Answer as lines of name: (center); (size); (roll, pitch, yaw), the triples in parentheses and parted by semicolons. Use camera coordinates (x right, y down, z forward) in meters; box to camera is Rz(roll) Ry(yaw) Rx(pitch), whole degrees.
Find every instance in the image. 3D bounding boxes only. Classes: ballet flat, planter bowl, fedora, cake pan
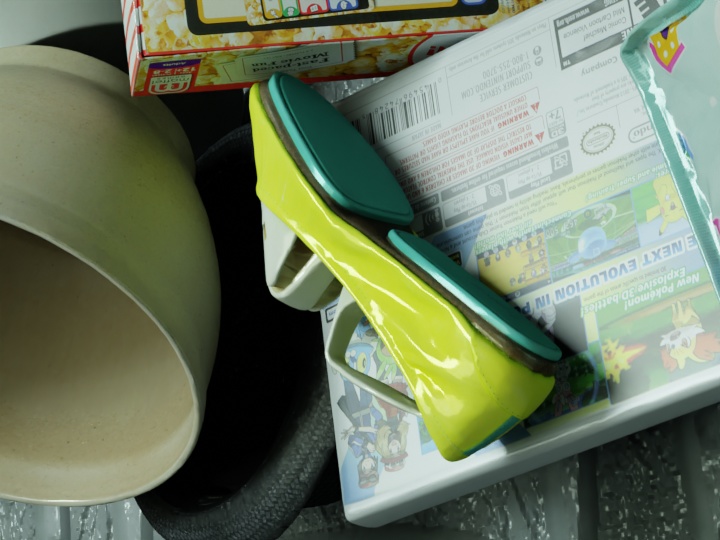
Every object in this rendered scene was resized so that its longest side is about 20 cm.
ballet flat: (0.000, 0.000, 1.016); (0.067, 0.067, 0.200); (-53, 52, 15)
planter bowl: (-0.145, -0.011, 1.128); (0.200, 0.200, 0.135); (-32, 29, 45)
fedora: (-0.030, 0.036, 1.180); (0.200, 0.091, 0.202); (-17, 67, 45)
cake pan: (-0.141, -0.071, 1.243); (0.200, 0.200, 0.037); (-51, 50, 34)

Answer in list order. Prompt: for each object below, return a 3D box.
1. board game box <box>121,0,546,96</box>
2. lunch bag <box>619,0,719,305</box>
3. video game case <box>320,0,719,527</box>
board game box: (-0.006, -0.158, 1.091); (0.046, 0.199, 0.152); (119, 145, -71)
lunch bag: (0.202, -0.020, 0.839); (0.122, 0.170, 0.201); (-51, 50, 44)
video game case: (0.065, -0.013, 1.023); (0.199, 0.022, 0.183); (-23, 62, 32)
